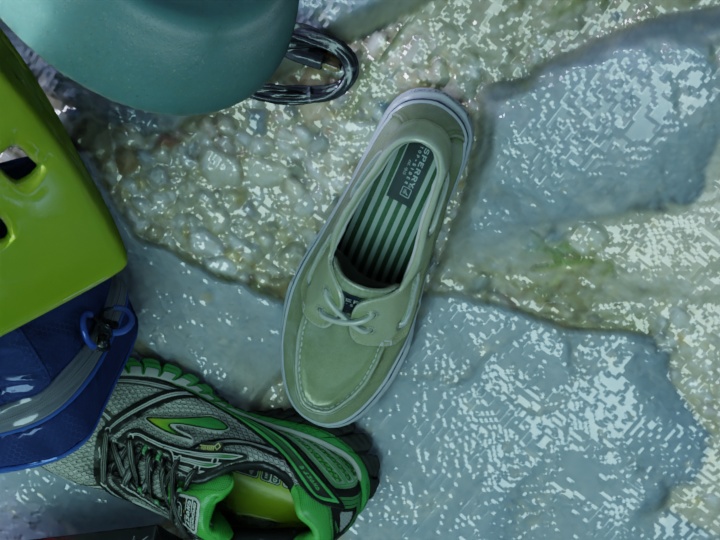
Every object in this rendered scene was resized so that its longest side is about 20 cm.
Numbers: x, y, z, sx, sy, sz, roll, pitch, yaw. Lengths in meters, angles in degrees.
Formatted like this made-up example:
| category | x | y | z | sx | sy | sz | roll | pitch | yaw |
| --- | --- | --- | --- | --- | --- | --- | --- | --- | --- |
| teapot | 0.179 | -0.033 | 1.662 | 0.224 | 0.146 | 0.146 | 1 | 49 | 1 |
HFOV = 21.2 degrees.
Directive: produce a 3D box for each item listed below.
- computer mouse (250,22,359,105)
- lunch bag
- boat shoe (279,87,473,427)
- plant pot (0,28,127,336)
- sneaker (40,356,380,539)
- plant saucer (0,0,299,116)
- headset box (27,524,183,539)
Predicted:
| category | x | y | z | sx | sy | sz | roll | pitch | yaw |
| --- | --- | --- | --- | --- | --- | --- | --- | --- | --- |
| computer mouse | -0.094 | -0.136 | 0.980 | 0.199 | 0.034 | 0.059 | 26 | 100 | 0 |
| lunch bag | -0.213 | 0.034 | 1.019 | 0.199 | 0.136 | 0.133 | -7 | 125 | 21 |
| boat shoe | 0.000 | 0.000 | 0.984 | 0.072 | 0.062 | 0.201 | 22 | 117 | 7 |
| plant pot | -0.247 | -0.068 | 0.896 | 0.198 | 0.200 | 0.182 | -27 | 123 | -8 |
| sneaker | -0.094 | 0.103 | 1.042 | 0.199 | 0.085 | 0.078 | 9 | 114 | 14 |
| plant saucer | -0.097 | -0.168 | 0.868 | 0.036 | 0.200 | 0.200 | -30 | 101 | 44 |
| headset box | -0.181 | 0.230 | 1.065 | 0.199 | 0.149 | 0.075 | -10 | 146 | 32 |
